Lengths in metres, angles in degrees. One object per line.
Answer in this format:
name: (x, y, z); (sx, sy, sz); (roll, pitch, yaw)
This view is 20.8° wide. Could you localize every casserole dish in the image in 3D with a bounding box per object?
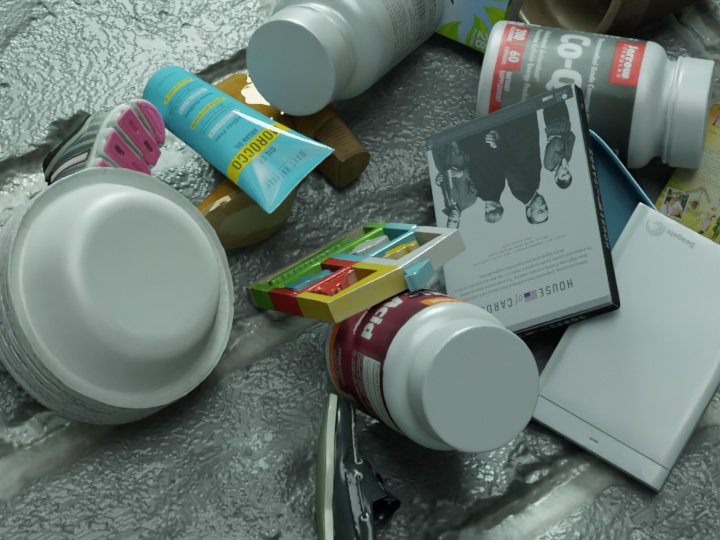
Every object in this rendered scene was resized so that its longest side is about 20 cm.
casserole dish: (0.196, -0.031, 1.683); (0.121, 0.039, 0.201); (-39, 75, 11)

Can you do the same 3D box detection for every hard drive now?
hard drive: (0.238, 0.062, 1.614); (0.131, 0.027, 0.201); (29, 85, 15)

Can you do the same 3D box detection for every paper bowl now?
paper bowl: (-0.193, 0.016, 1.569); (0.199, 0.104, 0.202); (12, 67, -30)

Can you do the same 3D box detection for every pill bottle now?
pill bottle: (0.055, 0.075, 1.528); (0.113, 0.200, 0.115); (-3, 98, -20)
pill bottle: (0.210, -0.153, 1.742); (0.198, 0.114, 0.115); (9, 55, 11)
pill bottle: (-0.016, -0.217, 1.747); (0.114, 0.115, 0.200); (28, 38, 14)

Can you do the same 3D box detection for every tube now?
tube: (-0.110, -0.114, 1.664); (0.078, 0.050, 0.200); (-48, 50, -10)

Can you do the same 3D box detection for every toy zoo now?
toy zoo: (0.000, 0.000, 1.608); (0.131, 0.200, 0.021); (-29, 105, -21)

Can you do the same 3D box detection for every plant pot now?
plant pot: (0.255, -0.306, 1.836); (0.173, 0.201, 0.201); (-6, 55, -30)

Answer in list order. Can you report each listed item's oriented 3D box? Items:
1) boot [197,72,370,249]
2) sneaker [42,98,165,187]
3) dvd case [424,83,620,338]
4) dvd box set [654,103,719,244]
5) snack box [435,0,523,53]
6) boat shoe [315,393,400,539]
boot: (-0.104, -0.104, 1.728); (0.200, 0.071, 0.144); (-28, 56, -32)
sneaker: (-0.242, -0.057, 1.683); (0.087, 0.074, 0.201); (8, 68, 53)
dvd case: (0.134, -0.043, 1.658); (0.149, 0.025, 0.202); (-18, 67, 27)
dvd box set: (0.338, -0.046, 1.744); (0.146, 0.029, 0.201); (26, 59, 13)
snack box: (0.084, -0.324, 1.807); (0.168, 0.201, 0.068); (25, 36, 12)
boat shoe: (-0.001, 0.192, 1.532); (0.066, 0.075, 0.201); (2, 56, -6)
